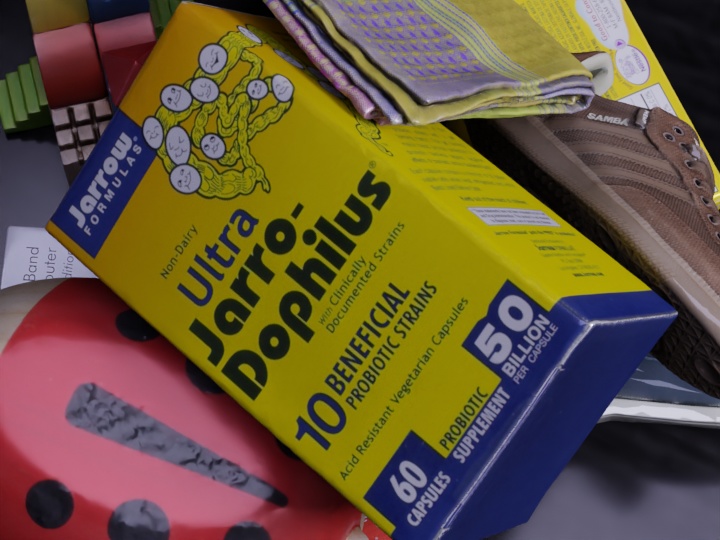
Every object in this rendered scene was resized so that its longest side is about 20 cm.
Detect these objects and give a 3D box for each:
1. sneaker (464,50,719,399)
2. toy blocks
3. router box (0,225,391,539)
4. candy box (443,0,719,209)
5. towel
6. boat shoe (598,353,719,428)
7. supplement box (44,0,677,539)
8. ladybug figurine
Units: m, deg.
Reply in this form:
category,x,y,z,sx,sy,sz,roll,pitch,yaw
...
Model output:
category,x,y,z,sx,sy,sz,roll,pitch,yaw
sneaker,0.121,-0.032,0.808,0.075,0.070,0.200,-30,50,-11
toy blocks,-0.119,-0.117,0.845,0.100,0.137,0.200,-13,73,-7
router box,-0.070,0.088,0.829,0.179,0.049,0.200,3,72,-2
candy box,0.081,-0.098,0.908,0.102,0.026,0.200,-24,75,-7
towel,0.001,-0.131,0.780,0.144,0.023,0.200,-11,57,-49
boat shoe,0.137,0.038,0.846,0.200,0.075,0.062,0,84,6
supplement box,0.000,0.000,0.742,0.200,0.109,0.109,39,106,20
ladybug figurine,-0.088,0.070,0.770,0.200,0.072,0.136,21,72,3
